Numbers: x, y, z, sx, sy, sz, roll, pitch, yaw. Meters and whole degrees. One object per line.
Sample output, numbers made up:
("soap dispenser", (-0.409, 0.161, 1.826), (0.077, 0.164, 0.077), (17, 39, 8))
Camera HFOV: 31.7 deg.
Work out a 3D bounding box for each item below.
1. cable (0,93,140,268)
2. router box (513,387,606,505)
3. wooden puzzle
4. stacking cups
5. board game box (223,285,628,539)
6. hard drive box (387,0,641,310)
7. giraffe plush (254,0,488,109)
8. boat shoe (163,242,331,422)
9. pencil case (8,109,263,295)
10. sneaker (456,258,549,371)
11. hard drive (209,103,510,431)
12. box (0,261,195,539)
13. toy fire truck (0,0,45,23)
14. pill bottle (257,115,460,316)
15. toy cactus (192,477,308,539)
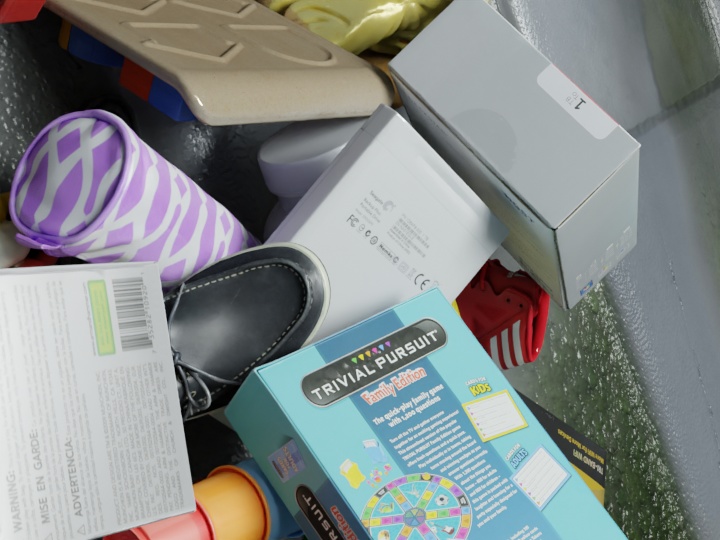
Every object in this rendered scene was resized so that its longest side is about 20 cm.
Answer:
("cable", (-0.170, -0.031, 0.730), (0.098, 0.050, 0.200), (57, 43, -16))
("router box", (0.121, 0.187, 1.013), (0.199, 0.052, 0.159), (33, 55, -39))
("wooden puzzle", (-0.102, -0.140, 0.790), (0.199, 0.047, 0.184), (38, 29, 28))
("stacking cups", (-0.056, 0.121, 0.693), (0.199, 0.060, 0.061), (-10, 86, -51))
("board game box", (0.042, 0.120, 0.687), (0.150, 0.047, 0.201), (-22, 68, -43))
("hard drive box", (0.110, -0.074, 0.863), (0.156, 0.077, 0.200), (47, -2, 18))
("giraffe plush", (0.028, -0.190, 0.960), (0.163, 0.197, 0.175), (68, 21, -60))
("boat shoe", (-0.104, 0.049, 0.680), (0.075, 0.198, 0.062), (63, 0, 1))
("pencil case", (-0.117, -0.012, 0.735), (0.086, 0.083, 0.200), (-63, 146, -12))
("sneaker", (0.082, -0.011, 0.978), (0.201, 0.115, 0.079), (59, 41, -21))
("hard drive", (-0.011, 0.017, 0.761), (0.201, 0.027, 0.132), (-50, 132, 0))
("box", (-0.181, 0.070, 0.568), (0.101, 0.198, 0.114), (-4, 83, -50))
("toy fire truck", (-0.242, -0.179, 0.682), (0.140, 0.049, 0.202), (-16, 81, -36))
("pill bottle", (0.000, 0.000, 0.852), (0.112, 0.111, 0.202), (-48, 127, -46))
("toy cactus", (-0.086, 0.210, 0.746), (0.199, 0.101, 0.168), (-24, 115, -53))
